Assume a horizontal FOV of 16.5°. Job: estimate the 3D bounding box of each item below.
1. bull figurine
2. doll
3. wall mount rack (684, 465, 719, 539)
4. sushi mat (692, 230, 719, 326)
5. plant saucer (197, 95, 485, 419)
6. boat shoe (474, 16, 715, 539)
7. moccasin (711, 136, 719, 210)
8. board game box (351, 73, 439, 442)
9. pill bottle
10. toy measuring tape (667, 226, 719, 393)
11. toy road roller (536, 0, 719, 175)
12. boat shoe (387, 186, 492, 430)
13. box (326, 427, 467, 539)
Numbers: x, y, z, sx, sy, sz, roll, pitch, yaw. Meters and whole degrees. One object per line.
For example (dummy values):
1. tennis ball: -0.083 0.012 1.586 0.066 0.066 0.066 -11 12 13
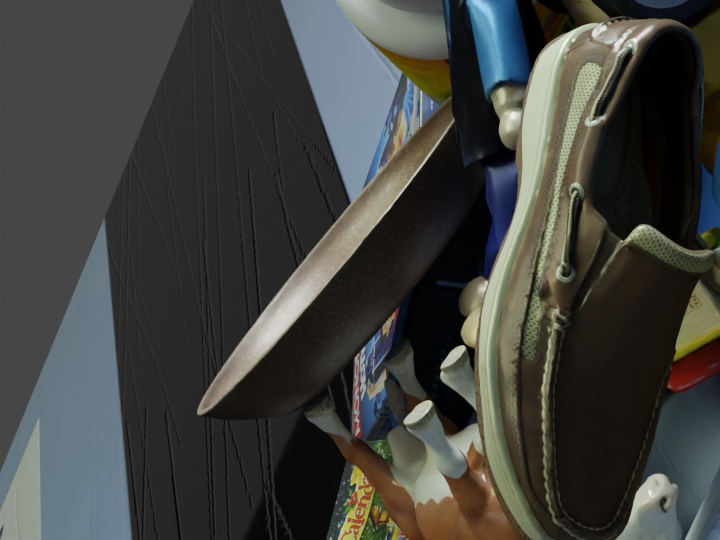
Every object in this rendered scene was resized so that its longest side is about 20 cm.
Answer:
1. bull figurine: 0.057 0.091 1.082 0.065 0.122 0.200 -45 15 -22
2. doll: 0.057 -0.071 1.042 0.137 0.048 0.201 -92 -3 -72
3. wall mount rack: 0.109 0.153 0.914 0.173 0.075 0.200 -34 38 9
4. sushi mat: 0.158 0.052 0.892 0.012 0.096 0.200 -28 20 1
5. plant saucer: 0.000 0.000 1.160 0.201 0.037 0.200 -49 4 5
6. boat shoe: 0.091 0.001 0.915 0.075 0.074 0.204 -14 69 55
7. moccasin: 0.186 -0.011 0.846 0.200 0.068 0.081 -112 35 -54
8. board game box: 0.036 -0.002 1.390 0.200 0.061 0.201 117 158 -61
9. pill bottle: 0.048 -0.142 1.185 0.200 0.109 0.110 30 -102 -72
10. toy measuring tape: 0.156 -0.003 1.015 0.200 0.073 0.074 -34 36 40
11. toy road roller: 0.172 -0.124 1.034 0.199 0.146 0.123 -33 13 -6
12. boat shoe: 0.070 -0.001 1.224 0.084 0.068 0.201 62 -138 -53
13. box: 0.023 0.179 1.219 0.136 0.038 0.201 -13 57 54
